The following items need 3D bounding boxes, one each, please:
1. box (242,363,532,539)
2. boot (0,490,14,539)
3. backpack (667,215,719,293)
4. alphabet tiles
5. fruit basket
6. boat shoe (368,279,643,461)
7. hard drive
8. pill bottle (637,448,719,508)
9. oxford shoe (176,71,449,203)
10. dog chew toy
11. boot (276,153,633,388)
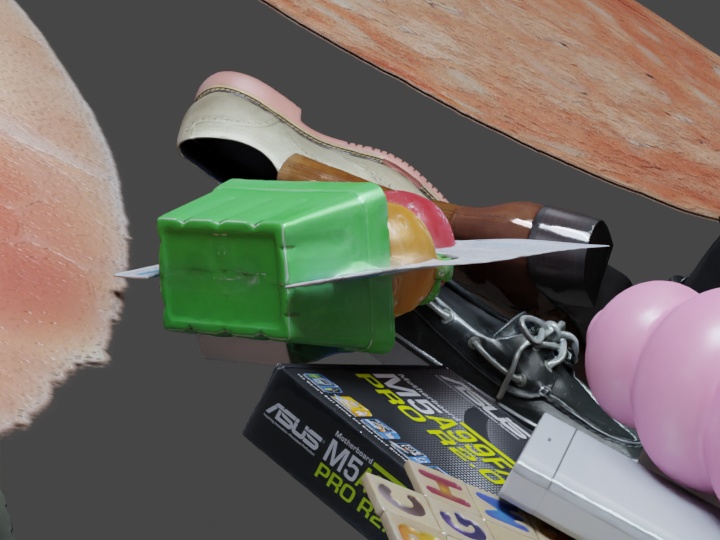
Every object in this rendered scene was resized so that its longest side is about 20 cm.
[{"bbox_3d":[0.060,0.117,1.508,0.200,0.044,0.160,38,19,30],"label":"box"},{"bbox_3d":[-0.193,0.108,1.071,0.138,0.078,0.200,8,24,-39],"label":"boot"},{"bbox_3d":[0.308,0.052,1.959,0.200,0.163,0.154,21,25,-47],"label":"backpack"},{"bbox_3d":[0.096,0.151,1.372,0.199,0.006,0.167,23,19,-24],"label":"alphabet tiles"},{"bbox_3d":[0.000,0.000,1.596,0.199,0.094,0.185,-1,3,-43],"label":"fruit basket"},{"bbox_3d":[0.088,0.053,1.708,0.199,0.068,0.074,33,17,17],"label":"boat shoe"},{"bbox_3d":[0.166,0.137,1.475,0.199,0.027,0.132,29,10,4],"label":"hard drive"},{"bbox_3d":[0.242,0.123,1.665,0.116,0.116,0.200,37,18,28],"label":"pill bottle"},{"bbox_3d":[-0.026,-0.043,1.857,0.199,0.071,0.074,28,40,2],"label":"oxford shoe"},{"bbox_3d":[0.195,0.065,1.516,0.200,0.125,0.124,26,11,40],"label":"dog chew toy"},{"bbox_3d":[0.055,0.010,1.789,0.199,0.069,0.188,11,-21,21],"label":"boot"}]
